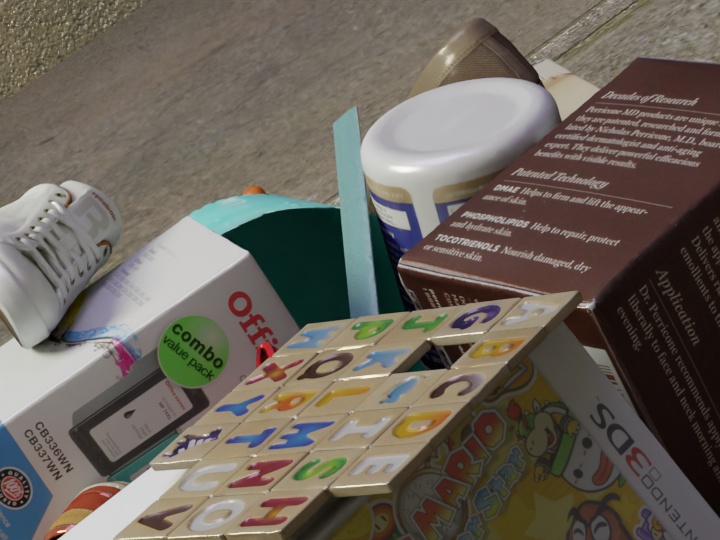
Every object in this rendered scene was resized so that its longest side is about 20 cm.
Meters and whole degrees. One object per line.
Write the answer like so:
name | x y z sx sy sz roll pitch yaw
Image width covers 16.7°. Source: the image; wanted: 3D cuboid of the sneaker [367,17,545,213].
sneaker | 0.055 -0.066 1.490 0.070 0.076 0.200 -38 -15 -31

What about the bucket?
bucket | -0.049 0.048 1.525 0.207 0.208 0.135 -35 16 -9

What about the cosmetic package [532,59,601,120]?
cosmetic package | 0.143 -0.049 1.528 0.103 0.073 0.200 -30 39 -21

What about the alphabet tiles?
alphabet tiles | -0.016 0.066 1.085 0.167 0.008 0.200 -8 23 40

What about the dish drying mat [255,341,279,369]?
dish drying mat | 0.024 0.114 1.227 0.018 0.200 0.077 -46 18 6

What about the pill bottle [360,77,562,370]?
pill bottle | 0.078 0.001 1.401 0.115 0.201 0.116 -13 26 6

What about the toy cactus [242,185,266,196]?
toy cactus | -0.095 0.028 1.839 0.165 0.102 0.200 -37 25 17

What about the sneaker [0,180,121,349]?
sneaker | -0.175 -0.016 1.350 0.085 0.073 0.200 -35 14 0

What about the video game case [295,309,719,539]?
video game case | 0.074 0.147 1.083 0.200 0.182 0.023 -42 5 -26

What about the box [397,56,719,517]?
box | 0.163 0.013 1.282 0.200 0.166 0.164 -40 27 -24

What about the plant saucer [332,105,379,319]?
plant saucer | 0.000 0.000 1.378 0.019 0.070 0.200 -5 48 0

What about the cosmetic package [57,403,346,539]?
cosmetic package | -0.054 0.198 1.128 0.199 0.200 0.123 -38 19 -15

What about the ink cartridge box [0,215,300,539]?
ink cartridge box | -0.119 0.092 1.326 0.200 0.147 0.146 -35 16 -9

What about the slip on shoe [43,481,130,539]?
slip on shoe | -0.115 0.207 1.217 0.074 0.201 0.061 -12 4 29
